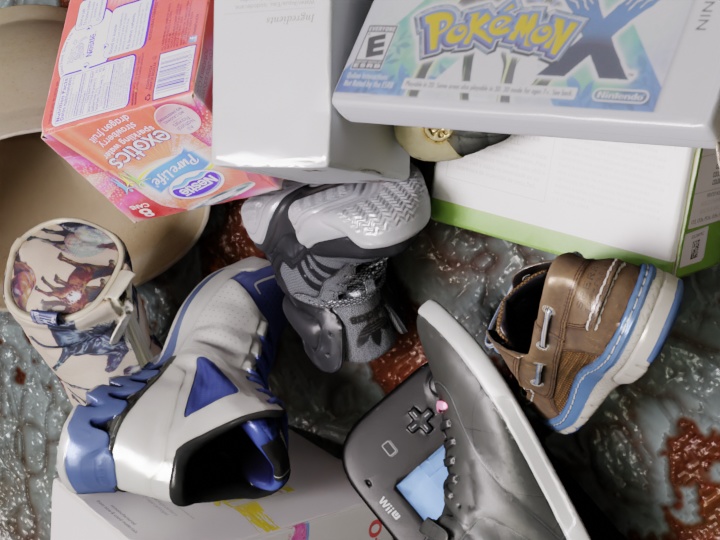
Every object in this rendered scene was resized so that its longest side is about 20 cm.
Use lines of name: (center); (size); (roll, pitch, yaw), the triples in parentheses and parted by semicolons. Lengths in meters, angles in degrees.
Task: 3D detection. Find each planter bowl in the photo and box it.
planter bowl: (-0.205, -0.083, 1.024); (0.200, 0.200, 0.135); (-38, 53, 35)

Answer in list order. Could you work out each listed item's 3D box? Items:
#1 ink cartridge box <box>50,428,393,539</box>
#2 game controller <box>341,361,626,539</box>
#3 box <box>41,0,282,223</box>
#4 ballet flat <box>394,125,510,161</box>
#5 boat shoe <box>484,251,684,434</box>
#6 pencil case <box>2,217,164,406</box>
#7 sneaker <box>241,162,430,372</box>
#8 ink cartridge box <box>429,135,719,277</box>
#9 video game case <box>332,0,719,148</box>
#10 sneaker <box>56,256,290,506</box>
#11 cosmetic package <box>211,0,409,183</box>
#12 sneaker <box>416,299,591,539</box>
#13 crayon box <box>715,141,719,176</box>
ink cartridge box: (-0.076, 0.188, 0.996); (0.125, 0.200, 0.129); (26, 117, 46)
game controller: (0.080, 0.149, 0.943); (0.104, 0.042, 0.200); (-39, 76, -6)
box: (-0.098, -0.140, 0.904); (0.102, 0.095, 0.200); (-12, 54, 24)
ballet flat: (0.092, -0.109, 0.778); (0.200, 0.057, 0.066); (-31, 111, 31)
boat shoe: (0.107, 0.029, 0.841); (0.072, 0.072, 0.200); (27, 160, 1)
pencil case: (-0.156, 0.058, 1.026); (0.089, 0.078, 0.200); (29, 154, 34)
sneaker: (0.000, 0.000, 0.933); (0.200, 0.075, 0.114); (8, 123, 67)
ink cartridge box: (0.129, -0.110, 0.842); (0.148, 0.076, 0.201); (17, 106, 31)
video game case: (0.099, -0.144, 0.739); (0.200, 0.022, 0.183); (8, 67, 37)
sneaker: (-0.078, 0.082, 0.964); (0.115, 0.199, 0.081); (17, 130, 23)
cosmetic package: (-0.023, -0.148, 0.827); (0.074, 0.102, 0.201); (2, 88, 26)
sneaker: (0.056, 0.120, 0.898); (0.099, 0.071, 0.200); (-28, 81, 1)
crayon box: (0.226, -0.014, 0.720); (0.051, 0.200, 0.126); (-6, 99, 34)
